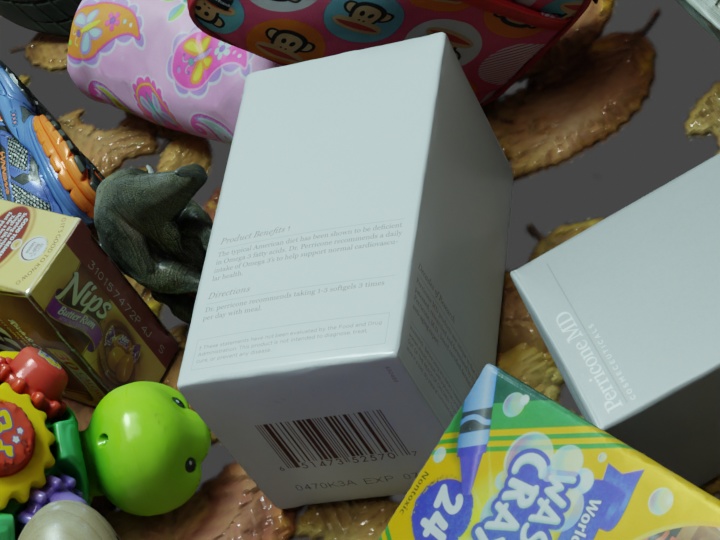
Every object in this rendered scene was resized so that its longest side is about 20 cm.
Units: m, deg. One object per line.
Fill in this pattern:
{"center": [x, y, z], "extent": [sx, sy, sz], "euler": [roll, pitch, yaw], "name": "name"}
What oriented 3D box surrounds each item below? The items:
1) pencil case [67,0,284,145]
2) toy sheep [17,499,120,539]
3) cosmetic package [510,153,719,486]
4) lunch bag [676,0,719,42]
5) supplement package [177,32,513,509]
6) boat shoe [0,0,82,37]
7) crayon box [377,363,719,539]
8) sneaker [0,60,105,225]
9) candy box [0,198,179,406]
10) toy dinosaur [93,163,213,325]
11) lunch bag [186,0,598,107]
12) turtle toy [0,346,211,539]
{"center": [-0.088, -0.124, 1.042], "extent": [0.198, 0.088, 0.088], "euler": [16, 62, 38], "name": "pencil case"}
{"center": [-0.152, 0.202, 0.763], "extent": [0.137, 0.138, 0.202], "euler": [10, 78, 35], "name": "toy sheep"}
{"center": [0.180, 0.009, 0.773], "extent": [0.198, 0.091, 0.107], "euler": [-29, 48, 0], "name": "cosmetic package"}
{"center": [0.222, -0.184, 0.850], "extent": [0.164, 0.117, 0.200], "euler": [-46, 53, 11], "name": "lunch bag"}
{"center": [0.000, 0.000, 0.858], "extent": [0.116, 0.118, 0.202], "euler": [-9, 50, 24], "name": "supplement package"}
{"center": [-0.166, -0.211, 1.172], "extent": [0.197, 0.076, 0.074], "euler": [0, 47, 19], "name": "boat shoe"}
{"center": [0.090, 0.133, 0.653], "extent": [0.199, 0.051, 0.127], "euler": [29, 86, 47], "name": "crayon box"}
{"center": [-0.229, -0.077, 1.088], "extent": [0.078, 0.075, 0.200], "euler": [-41, 43, -4], "name": "sneaker"}
{"center": [-0.210, 0.009, 0.969], "extent": [0.198, 0.117, 0.057], "euler": [12, 58, 36], "name": "candy box"}
{"center": [-0.108, -0.016, 0.924], "extent": [0.102, 0.200, 0.078], "euler": [29, 85, 8], "name": "toy dinosaur"}
{"center": [0.022, -0.170, 0.904], "extent": [0.176, 0.198, 0.083], "euler": [-40, 42, 49], "name": "lunch bag"}
{"center": [-0.172, 0.097, 0.855], "extent": [0.101, 0.198, 0.147], "euler": [-42, 56, 50], "name": "turtle toy"}
